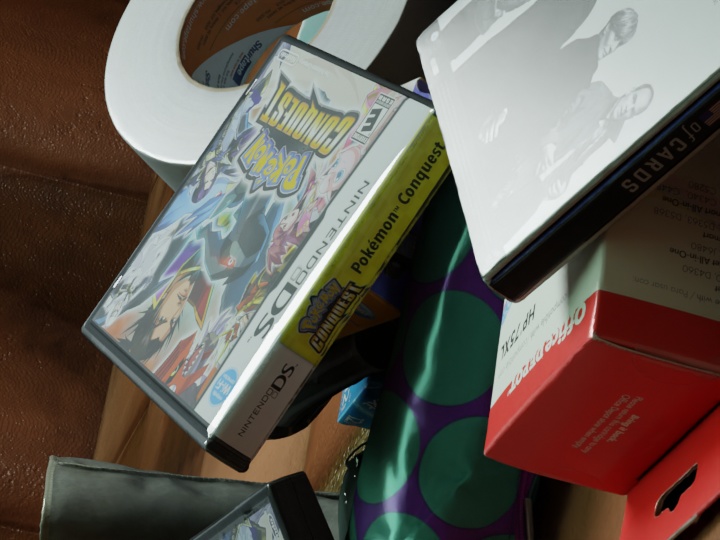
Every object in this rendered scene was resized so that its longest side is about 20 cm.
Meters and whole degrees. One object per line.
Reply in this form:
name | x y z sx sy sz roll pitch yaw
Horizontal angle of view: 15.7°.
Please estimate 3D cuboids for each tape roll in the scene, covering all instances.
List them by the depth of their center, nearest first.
tape roll | -0.041 -0.122 1.434 0.200 0.066 0.201 -19 47 22

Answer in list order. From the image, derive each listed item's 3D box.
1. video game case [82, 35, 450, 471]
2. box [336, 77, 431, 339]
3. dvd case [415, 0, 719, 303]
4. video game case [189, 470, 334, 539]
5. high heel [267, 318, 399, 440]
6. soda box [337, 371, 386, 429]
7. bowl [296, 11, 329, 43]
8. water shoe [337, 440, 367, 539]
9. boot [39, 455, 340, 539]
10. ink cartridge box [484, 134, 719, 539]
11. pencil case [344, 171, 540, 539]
video game case | -0.045 -0.015 1.220 0.181 0.025 0.200 -56 27 -1
box | -0.023 -0.017 1.275 0.200 0.041 0.119 -18 43 47
dvd case | 0.108 -0.101 0.984 0.200 0.025 0.151 -41 37 24
video game case | -0.030 0.212 1.235 0.200 0.025 0.181 68 152 10
high heel | 0.000 0.000 1.347 0.142 0.071 0.200 -29 21 48
soda box | 0.041 -0.011 1.415 0.068 0.064 0.201 125 157 -62
bowl | 0.011 -0.089 1.572 0.201 0.105 0.201 -166 90 -80
water shoe | 0.022 0.094 1.274 0.079 0.071 0.201 18 94 45
boot | -0.079 0.144 1.460 0.182 0.199 0.073 169 115 -79
ink cartridge box | 0.104 0.007 1.023 0.116 0.067 0.200 124 159 -57
pencil case | 0.056 0.050 1.180 0.085 0.092 0.201 6 -84 -68
